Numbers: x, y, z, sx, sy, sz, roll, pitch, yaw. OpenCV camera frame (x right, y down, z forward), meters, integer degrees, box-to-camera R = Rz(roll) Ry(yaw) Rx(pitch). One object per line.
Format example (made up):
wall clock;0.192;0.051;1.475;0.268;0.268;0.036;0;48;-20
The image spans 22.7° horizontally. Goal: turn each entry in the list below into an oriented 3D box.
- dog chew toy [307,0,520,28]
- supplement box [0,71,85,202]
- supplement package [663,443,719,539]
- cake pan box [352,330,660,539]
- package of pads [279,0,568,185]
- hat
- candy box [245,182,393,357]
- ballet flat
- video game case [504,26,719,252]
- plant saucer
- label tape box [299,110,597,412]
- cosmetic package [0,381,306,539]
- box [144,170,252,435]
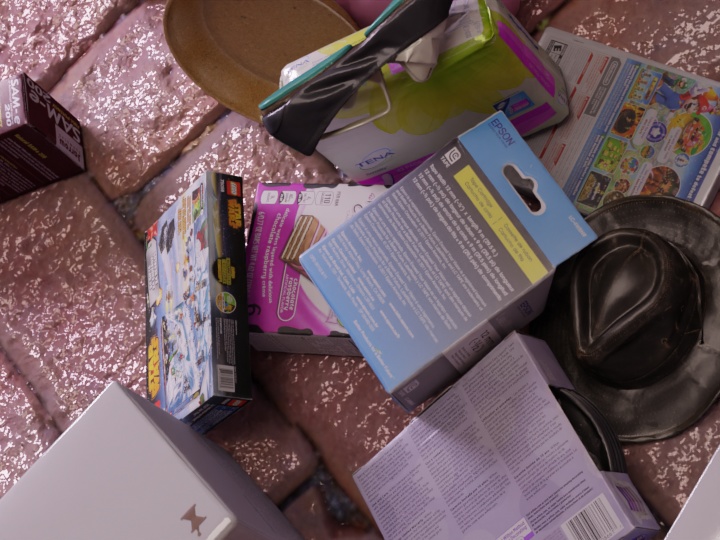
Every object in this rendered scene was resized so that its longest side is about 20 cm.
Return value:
dog chew toy;0.036;-0.254;1.532;0.198;0.125;0.126;0;68;0
supplement box;-0.370;-0.106;1.679;0.198;0.109;0.061;-18;63;15
supplement package;0.300;0.217;1.261;0.155;0.111;0.201;29;82;29
cake pan box;0.108;0.174;1.368;0.200;0.052;0.185;-44;60;21
package of pads;0.050;-0.146;1.471;0.199;0.154;0.069;-22;58;22
hat;0.205;0.030;1.382;0.199;0.081;0.203;-7;75;25
candy box;0.000;0.000;1.504;0.198;0.061;0.138;2;71;23
ballet flat;0.014;-0.159;1.375;0.199;0.073;0.073;-39;60;9
video game case;0.209;-0.110;1.482;0.199;0.018;0.144;23;80;29
plant saucer;-0.072;-0.195;1.541;0.198;0.201;0.036;5;56;25
label tape box;0.072;-0.008;1.408;0.199;0.066;0.144;-36;63;2
cosmetic package;-0.157;0.223;1.404;0.167;0.200;0.166;-46;60;0
box;-0.140;0.035;1.521;0.137;0.040;0.202;-36;51;53
